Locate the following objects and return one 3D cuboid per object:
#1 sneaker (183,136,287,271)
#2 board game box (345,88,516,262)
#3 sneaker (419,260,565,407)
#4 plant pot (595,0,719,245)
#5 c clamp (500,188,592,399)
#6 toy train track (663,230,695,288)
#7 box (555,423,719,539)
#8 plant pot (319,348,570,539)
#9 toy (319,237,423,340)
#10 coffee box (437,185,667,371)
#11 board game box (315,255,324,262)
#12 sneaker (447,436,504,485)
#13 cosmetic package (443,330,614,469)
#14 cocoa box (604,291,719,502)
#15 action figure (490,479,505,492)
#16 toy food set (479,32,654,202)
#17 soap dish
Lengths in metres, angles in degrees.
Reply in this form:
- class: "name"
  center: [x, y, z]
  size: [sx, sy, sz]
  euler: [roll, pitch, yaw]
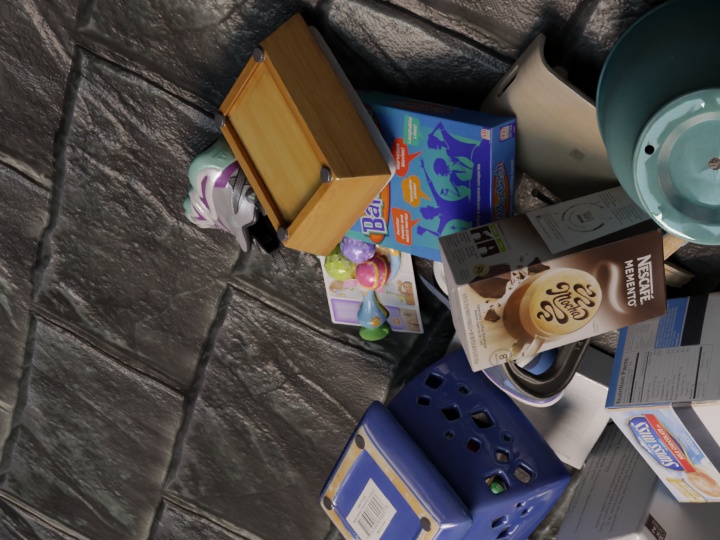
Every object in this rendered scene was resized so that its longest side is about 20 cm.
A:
- class: "sneaker"
  center: [-0.126, -0.052, 1.676]
  size: [0.140, 0.078, 0.200]
  euler: [48, 169, 9]
- class: "board game box"
  center: [0.063, -0.092, 1.542]
  size: [0.199, 0.045, 0.154]
  euler: [16, 117, 39]
- class: "sneaker"
  center: [0.145, 0.053, 1.606]
  size: [0.201, 0.080, 0.147]
  euler: [54, 177, 11]
- class: "plant pot"
  center: [0.299, -0.116, 1.303]
  size: [0.198, 0.188, 0.202]
  euler: [4, 114, 8]
- class: "c clamp"
  center: [0.191, 0.031, 1.570]
  size: [0.170, 0.202, 0.027]
  euler: [18, -176, -41]
- class: "toy train track"
  center: [0.313, -0.023, 1.525]
  size: [0.114, 0.033, 0.200]
  euler: [23, 134, -23]
- class: "box"
  center: [0.342, 0.297, 1.710]
  size: [0.130, 0.201, 0.199]
  euler: [-22, 117, 44]
- class: "plant pot"
  center: [0.077, 0.237, 1.681]
  size: [0.200, 0.179, 0.201]
  euler: [49, 135, 23]
- class: "toy"
  center: [0.000, 0.000, 1.699]
  size: [0.114, 0.047, 0.201]
  euler: [6, 134, 21]
- class: "coffee box"
  center: [0.184, 0.006, 1.459]
  size: [0.198, 0.080, 0.114]
  euler: [-17, 130, -3]
- class: "board game box"
  center: [-0.044, -0.071, 1.711]
  size: [0.095, 0.030, 0.200]
  euler: [-22, 114, 41]
- class: "sneaker"
  center: [0.109, 0.211, 1.828]
  size: [0.112, 0.072, 0.200]
  euler: [33, 160, 0]
- class: "cosmetic package"
  center: [0.191, 0.127, 1.745]
  size: [0.199, 0.052, 0.151]
  euler: [26, 136, 6]
- class: "cocoa box"
  center: [0.355, 0.134, 1.567]
  size: [0.130, 0.134, 0.200]
  euler: [-8, 140, 35]
- class: "action figure"
  center: [0.119, 0.325, 1.949]
  size: [0.055, 0.118, 0.200]
  euler: [52, 128, 14]
- class: "toy food set"
  center: [0.221, -0.132, 1.486]
  size: [0.199, 0.061, 0.144]
  euler: [36, 149, -4]
- class: "soap dish"
  center: [-0.062, -0.133, 1.558]
  size: [0.201, 0.081, 0.157]
  euler: [61, 141, 16]
